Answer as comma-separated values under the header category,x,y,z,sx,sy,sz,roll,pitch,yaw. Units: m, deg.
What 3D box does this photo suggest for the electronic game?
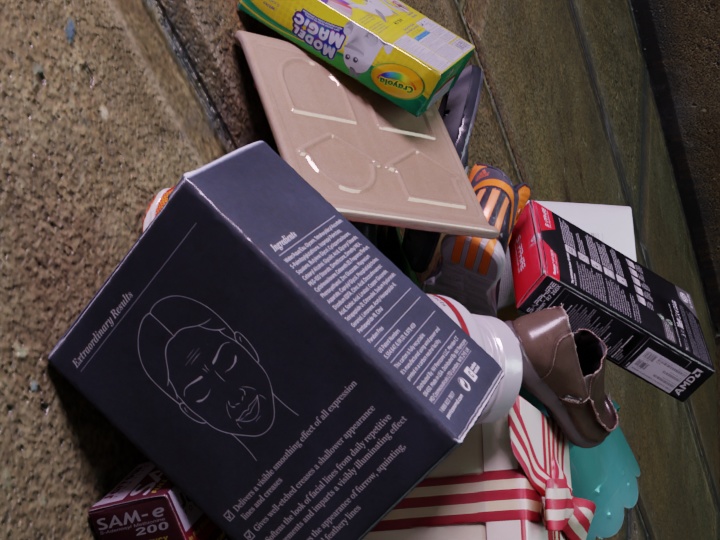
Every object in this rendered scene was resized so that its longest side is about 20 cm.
category,x,y,z,sx,sy,sz,roll,pitch,yaw
electronic game,0.080,-0.095,1.135,0.200,0.041,0.201,-164,-90,-89

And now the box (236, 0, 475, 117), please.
category,x,y,z,sx,sy,sz,roll,pitch,yaw
box,-0.012,-0.206,0.990,0.049,0.199,0.117,-59,174,28

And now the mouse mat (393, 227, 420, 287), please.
category,x,y,z,sx,sy,sz,roll,pitch,yaw
mouse mat,0.066,0.056,1.188,0.161,0.007,0.201,-97,167,-62

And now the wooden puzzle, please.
category,x,y,z,sx,sy,sz,roll,pitch,yaw
wooden puzzle,-0.001,-0.098,0.949,0.184,0.046,0.201,6,46,-38

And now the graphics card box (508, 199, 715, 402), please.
category,x,y,z,sx,sy,sz,roll,pitch,yaw
graphics card box,0.231,0.028,1.123,0.199,0.051,0.126,27,31,-17

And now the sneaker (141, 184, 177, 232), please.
category,x,y,z,sx,sy,sz,roll,pitch,yaw
sneaker,-0.087,0.040,0.798,0.073,0.077,0.201,-47,127,-64

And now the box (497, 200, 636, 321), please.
category,x,y,z,sx,sy,sz,roll,pitch,yaw
box,0.188,0.001,1.285,0.200,0.124,0.098,147,-57,-66

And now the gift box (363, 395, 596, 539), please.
category,x,y,z,sx,sy,sz,roll,pitch,yaw
gift box,0.097,0.193,1.043,0.184,0.186,0.201,29,56,-63

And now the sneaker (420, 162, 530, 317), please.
category,x,y,z,sx,sy,sz,roll,pitch,yaw
sneaker,0.114,-0.024,1.106,0.200,0.077,0.112,108,7,-65

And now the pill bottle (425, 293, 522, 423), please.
category,x,y,z,sx,sy,sz,roll,pitch,yaw
pill bottle,0.021,0.072,0.898,0.199,0.112,0.113,5,75,-36

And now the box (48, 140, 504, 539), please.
category,x,y,z,sx,sy,sz,roll,pitch,yaw
box,-0.047,0.054,0.685,0.200,0.149,0.107,44,26,2

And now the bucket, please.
category,x,y,z,sx,sy,sz,roll,pitch,yaw
bucket,0.176,0.186,1.233,0.135,0.206,0.208,63,28,-27

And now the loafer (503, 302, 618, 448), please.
category,x,y,z,sx,sy,sz,roll,pitch,yaw
loafer,0.190,0.094,1.050,0.200,0.071,0.073,42,23,-50

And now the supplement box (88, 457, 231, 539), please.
category,x,y,z,sx,sy,sz,roll,pitch,yaw
supplement box,-0.081,0.205,0.744,0.201,0.061,0.109,68,25,-11

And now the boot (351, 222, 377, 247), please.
category,x,y,z,sx,sy,sz,roll,pitch,yaw
boot,0.001,-0.001,1.033,0.163,0.073,0.199,51,36,-55
